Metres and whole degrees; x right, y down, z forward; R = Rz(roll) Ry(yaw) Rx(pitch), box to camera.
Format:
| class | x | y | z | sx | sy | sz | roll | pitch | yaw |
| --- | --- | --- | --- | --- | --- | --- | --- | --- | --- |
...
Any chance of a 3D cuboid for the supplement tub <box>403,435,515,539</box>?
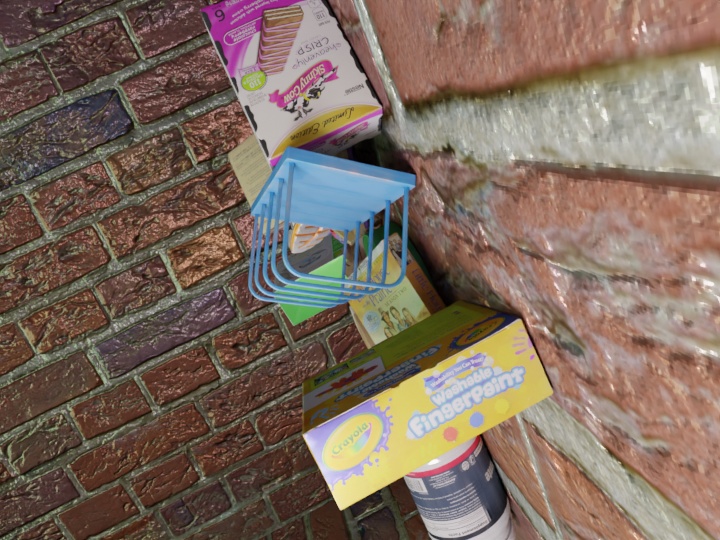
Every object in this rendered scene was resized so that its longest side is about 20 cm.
| class | x | y | z | sx | sy | sz | roll | pitch | yaw |
| --- | --- | --- | --- | --- | --- | --- | --- | --- | --- |
| supplement tub | 0.151 | 0.344 | 0.825 | 0.140 | 0.139 | 0.202 | -161 | 47 | -83 |

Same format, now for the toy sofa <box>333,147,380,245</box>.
| class | x | y | z | sx | sy | sz | roll | pitch | yaw |
| --- | --- | --- | --- | --- | --- | --- | --- | --- | --- |
| toy sofa | -0.021 | -0.141 | 0.737 | 0.083 | 0.097 | 0.201 | 40 | 160 | 31 |

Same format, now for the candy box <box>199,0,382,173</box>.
| class | x | y | z | sx | sy | sz | roll | pitch | yaw |
| --- | --- | --- | --- | --- | --- | --- | --- | --- | --- |
| candy box | -0.077 | -0.222 | 0.583 | 0.202 | 0.135 | 0.061 | 63 | 175 | 11 |

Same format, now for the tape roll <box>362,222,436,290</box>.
| class | x | y | z | sx | sy | sz | roll | pitch | yaw |
| --- | --- | --- | --- | --- | --- | --- | --- | --- | --- |
| tape roll | 0.065 | 0.030 | 0.770 | 0.200 | 0.048 | 0.203 | 155 | 91 | -85 |

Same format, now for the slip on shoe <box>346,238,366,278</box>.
| class | x | y | z | sx | sy | sz | roll | pitch | yaw |
| --- | --- | --- | --- | --- | --- | --- | --- | --- | --- |
| slip on shoe | 0.000 | 0.000 | 0.919 | 0.201 | 0.060 | 0.076 | -94 | -22 | -52 |

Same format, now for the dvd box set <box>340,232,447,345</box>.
| class | x | y | z | sx | sy | sz | roll | pitch | yaw |
| --- | --- | --- | --- | --- | --- | --- | --- | --- | --- |
| dvd box set | 0.060 | 0.071 | 0.657 | 0.201 | 0.029 | 0.146 | 57 | 146 | 8 |

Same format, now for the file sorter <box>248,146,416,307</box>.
| class | x | y | z | sx | sy | sz | roll | pitch | yaw |
| --- | --- | --- | --- | --- | --- | --- | --- | --- | --- |
| file sorter | -0.045 | -0.032 | 0.590 | 0.200 | 0.137 | 0.125 | 156 | 120 | -66 |

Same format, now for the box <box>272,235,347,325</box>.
| class | x | y | z | sx | sy | sz | roll | pitch | yaw |
| --- | --- | --- | --- | --- | --- | --- | --- | --- | --- |
| box | -0.085 | 0.006 | 1.167 | 0.097 | 0.198 | 0.177 | 59 | -172 | -23 |

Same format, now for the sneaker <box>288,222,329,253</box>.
| class | x | y | z | sx | sy | sz | roll | pitch | yaw |
| --- | --- | --- | --- | --- | --- | --- | --- | --- | --- |
| sneaker | -0.082 | -0.121 | 0.830 | 0.077 | 0.078 | 0.202 | 35 | 120 | 29 |

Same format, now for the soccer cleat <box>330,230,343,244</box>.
| class | x | y | z | sx | sy | sz | roll | pitch | yaw |
| --- | --- | --- | --- | --- | --- | --- | --- | --- | --- |
| soccer cleat | -0.036 | -0.090 | 0.976 | 0.067 | 0.076 | 0.200 | 64 | 166 | 8 |

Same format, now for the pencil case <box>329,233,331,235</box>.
| class | x | y | z | sx | sy | sz | roll | pitch | yaw |
| --- | --- | --- | --- | --- | --- | --- | --- | --- | --- |
| pencil case | -0.088 | -0.180 | 1.158 | 0.202 | 0.086 | 0.078 | 65 | 170 | -9 |

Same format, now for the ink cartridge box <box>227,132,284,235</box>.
| class | x | y | z | sx | sy | sz | roll | pitch | yaw |
| --- | --- | --- | --- | --- | --- | --- | --- | --- | --- |
| ink cartridge box | -0.122 | -0.180 | 0.920 | 0.075 | 0.198 | 0.167 | -28 | -87 | -55 |

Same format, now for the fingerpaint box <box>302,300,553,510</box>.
| class | x | y | z | sx | sy | sz | roll | pitch | yaw |
| --- | --- | --- | --- | --- | --- | --- | --- | --- | --- |
| fingerpaint box | 0.048 | 0.111 | 0.490 | 0.074 | 0.198 | 0.167 | 64 | 174 | -4 |

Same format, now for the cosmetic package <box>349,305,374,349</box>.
| class | x | y | z | sx | sy | sz | roll | pitch | yaw |
| --- | --- | --- | --- | --- | --- | --- | --- | --- | --- |
| cosmetic package | 0.062 | 0.124 | 0.931 | 0.201 | 0.104 | 0.072 | 56 | 170 | 52 |
